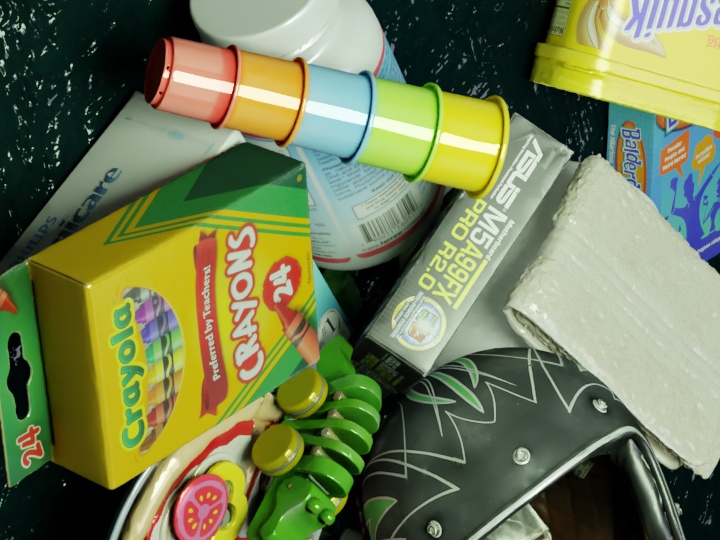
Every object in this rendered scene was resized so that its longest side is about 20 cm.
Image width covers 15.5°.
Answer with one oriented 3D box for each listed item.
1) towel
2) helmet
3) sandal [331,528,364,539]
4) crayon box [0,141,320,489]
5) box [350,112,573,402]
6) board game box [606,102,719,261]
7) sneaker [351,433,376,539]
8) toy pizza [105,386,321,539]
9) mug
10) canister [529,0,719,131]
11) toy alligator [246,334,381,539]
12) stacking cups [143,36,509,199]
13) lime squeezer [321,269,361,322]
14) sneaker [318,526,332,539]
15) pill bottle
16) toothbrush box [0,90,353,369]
[{"bbox_3d":[0.183,0.033,1.725,0.200,0.034,0.133,43,60,-25],"label":"towel"},{"bbox_3d":[0.093,0.141,1.626,0.200,0.200,0.191,-45,112,-32],"label":"helmet"},{"bbox_3d":[-0.008,0.206,1.694,0.200,0.045,0.075,114,-3,-79],"label":"sandal"},{"bbox_3d":[-0.107,0.029,1.407,0.200,0.051,0.127,-32,130,-39],"label":"crayon box"},{"bbox_3d":[0.054,-0.003,1.608,0.160,0.044,0.200,-55,180,-10],"label":"box"},{"bbox_3d":[0.241,-0.097,1.981,0.152,0.045,0.201,-29,128,-44],"label":"board game box"},{"bbox_3d":[0.023,0.187,1.797,0.116,0.076,0.200,-58,145,-12],"label":"sneaker"},{"bbox_3d":[-0.077,0.163,1.534,0.200,0.032,0.201,-32,133,-41],"label":"toy pizza"},{"bbox_3d":[0.111,0.009,1.785,0.200,0.148,0.176,33,72,-24],"label":"mug"},{"bbox_3d":[0.210,-0.209,1.816,0.148,0.087,0.201,12,95,-26],"label":"canister"},{"bbox_3d":[-0.028,0.121,1.501,0.059,0.054,0.200,48,52,-37],"label":"toy alligator"},{"bbox_3d":[-0.020,-0.083,1.451,0.199,0.061,0.061,9,101,-19],"label":"stacking cups"},{"bbox_3d":[0.000,0.000,1.700,0.071,0.038,0.201,25,85,-56],"label":"lime squeezer"},{"bbox_3d":[-0.084,0.174,1.632,0.200,0.077,0.112,13,101,-60],"label":"sneaker"},{"bbox_3d":[-0.027,-0.099,1.549,0.109,0.109,0.200,-53,143,-23],"label":"pill bottle"},{"bbox_3d":[-0.105,0.020,1.522,0.147,0.085,0.200,-53,141,-22],"label":"toothbrush box"}]
